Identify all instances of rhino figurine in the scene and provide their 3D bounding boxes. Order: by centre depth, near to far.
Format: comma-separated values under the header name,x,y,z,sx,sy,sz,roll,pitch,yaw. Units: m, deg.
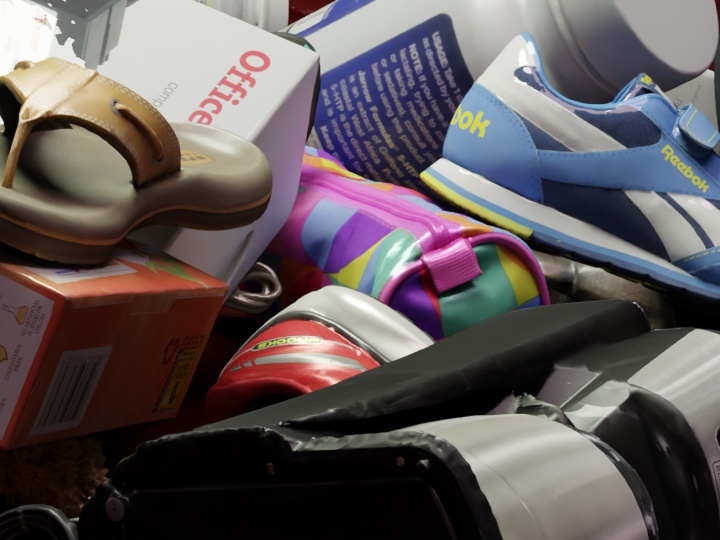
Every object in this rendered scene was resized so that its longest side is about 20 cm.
name,x,y,z,sx,sy,sz,roll,pitch,yaw
rhino figurine,0.099,0.004,1.236,0.087,0.060,0.200,11,11,-1

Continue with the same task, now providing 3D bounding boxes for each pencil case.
name,x,y,z,sx,sy,sz,roll,pitch,yaw
pencil case,0.000,0.000,1.108,0.088,0.089,0.200,2,12,-29

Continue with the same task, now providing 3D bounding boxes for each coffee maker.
name,x,y,z,sx,sy,sz,roll,pitch,yaw
coffee maker,0.017,0.076,0.819,0.192,0.135,0.200,21,20,29

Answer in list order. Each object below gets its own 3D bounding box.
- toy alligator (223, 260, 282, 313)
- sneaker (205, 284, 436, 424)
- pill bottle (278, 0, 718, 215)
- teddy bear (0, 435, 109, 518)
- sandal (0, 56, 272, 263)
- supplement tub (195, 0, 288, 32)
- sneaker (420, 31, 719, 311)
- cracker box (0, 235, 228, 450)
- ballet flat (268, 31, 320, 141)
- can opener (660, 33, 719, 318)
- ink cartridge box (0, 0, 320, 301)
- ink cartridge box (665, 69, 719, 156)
name,x,y,z,sx,sy,sz,roll,pitch,yaw
toy alligator,-0.133,0.007,1.084,0.200,0.054,0.059,11,44,-1
sneaker,0.029,0.080,0.961,0.200,0.077,0.085,24,44,30
pill bottle,0.056,-0.092,1.208,0.200,0.120,0.120,-24,-7,36
teddy bear,-0.158,0.055,0.920,0.145,0.067,0.200,19,10,-7
sandal,-0.090,-0.044,0.889,0.080,0.054,0.200,26,17,24
supplement tub,-0.152,-0.136,1.372,0.200,0.145,0.145,-3,22,-39
sneaker,0.129,-0.032,1.080,0.200,0.082,0.074,21,-3,-3
cracker box,-0.161,-0.010,0.895,0.200,0.058,0.134,27,10,17
ballet flat,-0.093,-0.058,1.171,0.200,0.068,0.068,-14,36,36
can opener,0.178,-0.058,1.191,0.079,0.063,0.200,21,48,-11
ink cartridge box,-0.137,-0.055,1.045,0.200,0.084,0.145,24,44,11
ink cartridge box,0.171,-0.056,1.339,0.200,0.085,0.146,21,4,-20
